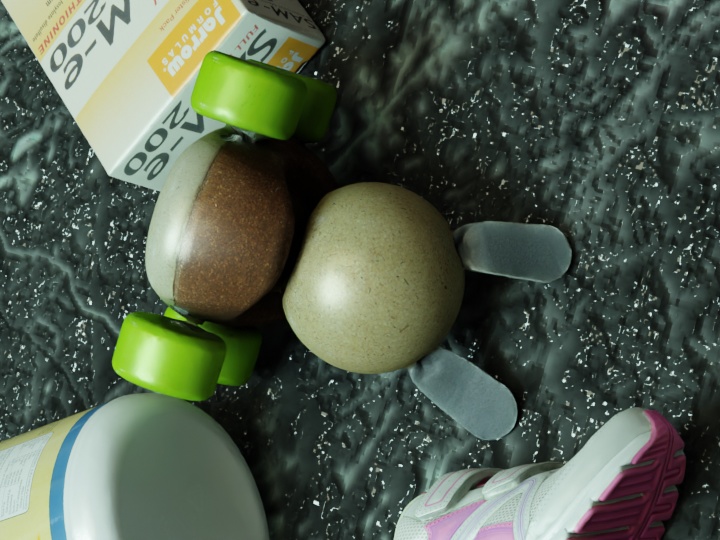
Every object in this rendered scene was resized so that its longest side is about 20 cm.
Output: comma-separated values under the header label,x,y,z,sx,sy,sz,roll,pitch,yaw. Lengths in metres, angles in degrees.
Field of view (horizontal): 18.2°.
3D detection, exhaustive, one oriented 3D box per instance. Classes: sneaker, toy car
label,x,y,z,sx,sy,sz,roll,pitch,yaw
sneaker,0.065,0.125,1.056,0.200,0.081,0.089,-44,59,20
toy car,0.000,0.000,1.126,0.198,0.158,0.166,19,96,9

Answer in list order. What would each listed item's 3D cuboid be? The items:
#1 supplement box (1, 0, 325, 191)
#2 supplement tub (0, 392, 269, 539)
label,x,y,z,sx,sy,sz,roll,pitch,yaw
supplement box,-0.124,-0.157,1.262,0.126,0.073,0.201,-47,57,20
supplement tub,-0.162,0.157,1.179,0.199,0.144,0.146,-21,68,32
